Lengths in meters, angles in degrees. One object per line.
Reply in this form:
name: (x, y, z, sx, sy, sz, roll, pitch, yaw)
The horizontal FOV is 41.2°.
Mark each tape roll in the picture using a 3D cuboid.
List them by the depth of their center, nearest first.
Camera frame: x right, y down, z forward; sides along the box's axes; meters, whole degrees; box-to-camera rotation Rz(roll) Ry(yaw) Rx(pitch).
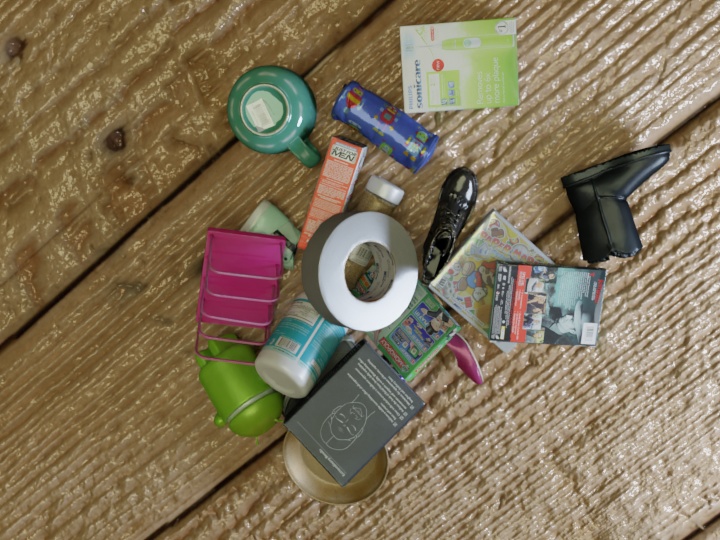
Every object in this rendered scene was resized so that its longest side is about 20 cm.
tape roll: (0.000, 0.000, 1.632, 0.198, 0.066, 0.203, -2, 94, -31)

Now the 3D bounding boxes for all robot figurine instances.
robot figurine: (-0.218, 0.215, 1.751, 0.175, 0.115, 0.201, -43, 74, 28)

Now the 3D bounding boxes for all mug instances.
mug: (-0.143, -0.276, 1.679, 0.183, 0.114, 0.154, 18, 100, 3)

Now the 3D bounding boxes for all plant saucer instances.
plant saucer: (-0.044, 0.335, 1.756, 0.197, 0.036, 0.203, 3, 112, 9)

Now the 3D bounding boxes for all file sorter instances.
file sorter: (-0.213, 0.050, 1.680, 0.137, 0.126, 0.202, 7, 125, -11)

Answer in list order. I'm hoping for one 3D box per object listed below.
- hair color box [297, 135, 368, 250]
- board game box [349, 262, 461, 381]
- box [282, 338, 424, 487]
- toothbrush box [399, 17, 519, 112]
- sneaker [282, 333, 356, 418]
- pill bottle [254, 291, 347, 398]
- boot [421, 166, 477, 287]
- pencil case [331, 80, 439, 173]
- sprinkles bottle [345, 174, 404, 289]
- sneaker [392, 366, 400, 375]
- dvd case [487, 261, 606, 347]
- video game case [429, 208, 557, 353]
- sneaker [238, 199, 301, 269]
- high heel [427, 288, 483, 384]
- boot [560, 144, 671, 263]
hair color box: (-0.049, -0.133, 1.696, 0.063, 0.111, 0.202, 20, 100, 2)
board game box: (0.068, 0.077, 1.713, 0.135, 0.029, 0.200, -46, 64, 12)
box: (-0.012, 0.241, 1.648, 0.200, 0.107, 0.149, -44, 91, -4)
toothbrush box: (0.170, -0.351, 1.652, 0.197, 0.086, 0.148, -2, 99, 7)
sneaker: (-0.058, 0.221, 1.748, 0.201, 0.075, 0.115, -54, 53, 11)
pill bottle: (-0.092, 0.114, 1.681, 0.110, 0.111, 0.201, 34, 62, -1)
boot: (0.153, -0.076, 1.652, 0.068, 0.174, 0.202, 19, 101, 2)
pencil case: (0.039, -0.252, 1.684, 0.199, 0.087, 0.078, 33, 65, -1)
sprinkles bottle: (0.005, -0.068, 1.717, 0.068, 0.068, 0.202, 28, 98, 1)
sneaker: (0.031, 0.264, 1.776, 0.100, 0.070, 0.200, 44, 109, -4)
dvd case: (0.332, 0.061, 1.713, 0.197, 0.022, 0.148, 3, 105, -1)
video game case: (0.250, 0.022, 1.721, 0.199, 0.023, 0.182, 40, 100, -10)
sneaker: (-0.188, -0.015, 1.746, 0.118, 0.074, 0.201, 38, 101, -1)
high heel: (0.140, 0.135, 1.737, 0.095, 0.067, 0.201, -32, 90, 0)
boot: (0.461, -0.113, 1.664, 0.198, 0.076, 0.170, -19, 93, 15)
